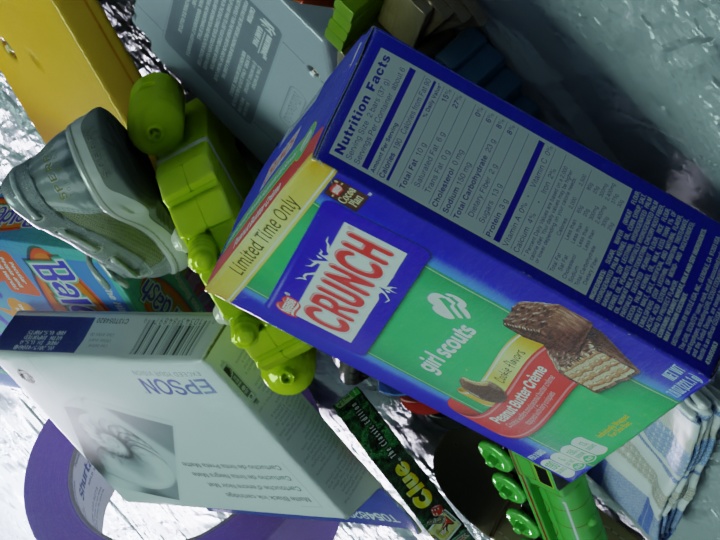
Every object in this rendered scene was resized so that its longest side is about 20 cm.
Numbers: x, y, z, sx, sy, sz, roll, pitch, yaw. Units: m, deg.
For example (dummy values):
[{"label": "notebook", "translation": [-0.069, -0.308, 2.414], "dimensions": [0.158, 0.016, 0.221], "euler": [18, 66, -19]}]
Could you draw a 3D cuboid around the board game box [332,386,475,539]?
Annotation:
[{"label": "board game box", "translation": [0.032, 0.130, 1.741], "dimensions": [0.105, 0.023, 0.200], "euler": [49, 177, 13]}]

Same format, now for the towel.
[{"label": "towel", "translation": [0.118, 0.058, 1.492], "dimensions": [0.147, 0.024, 0.200], "euler": [43, 162, 15]}]

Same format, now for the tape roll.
[{"label": "tape roll", "translation": [-0.114, 0.140, 1.899], "dimensions": [0.200, 0.200, 0.066], "euler": [33, 158, 36]}]

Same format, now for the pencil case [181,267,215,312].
[{"label": "pencil case", "translation": [-0.112, 0.016, 1.821], "dimensions": [0.087, 0.087, 0.200], "euler": [30, 155, 42]}]

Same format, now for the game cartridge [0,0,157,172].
[{"label": "game cartridge", "translation": [-0.177, -0.131, 1.709], "dimensions": [0.200, 0.032, 0.177], "euler": [22, 146, 60]}]

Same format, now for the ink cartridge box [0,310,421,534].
[{"label": "ink cartridge box", "translation": [-0.091, 0.100, 1.712], "dimensions": [0.199, 0.041, 0.200], "euler": [-1, 139, 47]}]

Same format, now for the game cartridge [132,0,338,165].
[{"label": "game cartridge", "translation": [-0.054, -0.122, 1.483], "dimensions": [0.133, 0.040, 0.200], "euler": [49, 163, 6]}]

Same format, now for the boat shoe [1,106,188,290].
[{"label": "boat shoe", "translation": [-0.139, -0.034, 1.572], "dimensions": [0.202, 0.065, 0.075], "euler": [54, -168, -79]}]

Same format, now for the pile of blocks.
[{"label": "pile of blocks", "translation": [0.023, -0.088, 1.335], "dimensions": [0.200, 0.062, 0.082], "euler": [52, 162, -16]}]

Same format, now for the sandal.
[{"label": "sandal", "translation": [0.126, 0.170, 1.664], "dimensions": [0.212, 0.078, 0.070], "euler": [48, -177, 16]}]

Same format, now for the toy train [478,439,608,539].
[{"label": "toy train", "translation": [0.094, 0.099, 1.545], "dimensions": [0.056, 0.042, 0.200], "euler": [24, 152, 36]}]

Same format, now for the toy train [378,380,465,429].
[{"label": "toy train", "translation": [0.032, 0.053, 1.526], "dimensions": [0.034, 0.046, 0.200], "euler": [-5, 167, 13]}]

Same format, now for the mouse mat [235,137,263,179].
[{"label": "mouse mat", "translation": [0.000, 0.000, 1.664], "dimensions": [0.200, 0.008, 0.161], "euler": [40, 161, 18]}]

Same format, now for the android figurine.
[{"label": "android figurine", "translation": [-0.069, -0.019, 1.565], "dimensions": [0.182, 0.041, 0.200], "euler": [61, -172, -20]}]

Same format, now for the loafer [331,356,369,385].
[{"label": "loafer", "translation": [0.007, -0.012, 1.534], "dimensions": [0.071, 0.073, 0.200], "euler": [50, 156, 23]}]

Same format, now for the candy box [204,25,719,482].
[{"label": "candy box", "translation": [0.051, -0.001, 1.304], "dimensions": [0.200, 0.077, 0.169], "euler": [29, 154, -6]}]

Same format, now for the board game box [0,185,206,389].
[{"label": "board game box", "translation": [-0.184, 0.016, 1.766], "dimensions": [0.199, 0.045, 0.152], "euler": [7, 141, 39]}]
